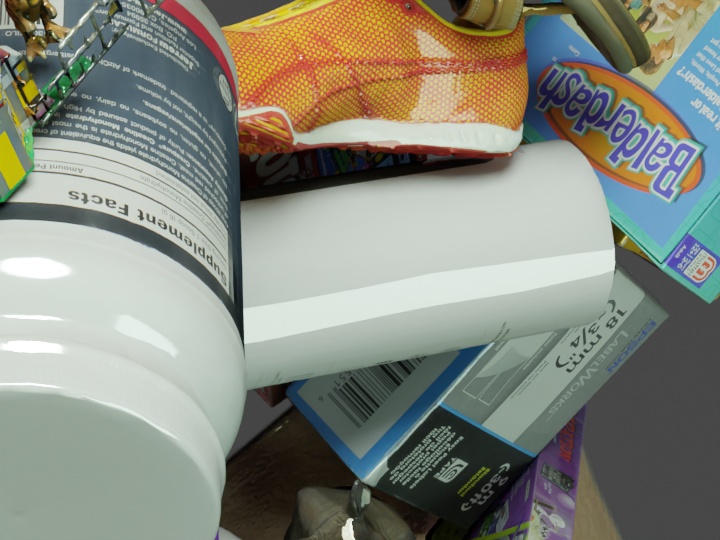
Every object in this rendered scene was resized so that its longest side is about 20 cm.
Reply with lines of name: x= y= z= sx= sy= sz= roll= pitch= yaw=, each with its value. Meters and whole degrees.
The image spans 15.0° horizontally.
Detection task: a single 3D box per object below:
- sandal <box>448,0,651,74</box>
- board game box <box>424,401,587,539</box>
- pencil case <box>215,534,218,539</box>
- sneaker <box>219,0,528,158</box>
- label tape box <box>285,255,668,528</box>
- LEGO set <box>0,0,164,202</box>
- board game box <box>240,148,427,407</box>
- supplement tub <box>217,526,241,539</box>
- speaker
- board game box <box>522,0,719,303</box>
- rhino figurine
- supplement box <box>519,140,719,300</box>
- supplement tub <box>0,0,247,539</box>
sandal: x=0.045 y=-0.123 z=1.026 sx=0.054 sy=0.080 sz=0.200 roll=-39 pitch=149 yaw=15
board game box: x=0.061 y=0.145 z=1.308 sx=0.120 sy=0.032 sz=0.200 roll=-59 pitch=-173 yaw=28
pencil case: x=-0.125 y=0.076 z=1.086 sx=0.200 sy=0.085 sz=0.093 roll=56 pitch=45 yaw=-58
sneaker: x=-0.019 y=-0.081 z=1.051 sx=0.200 sy=0.073 sz=0.077 roll=-3 pitch=94 yaw=-42
label tape box: x=0.068 y=0.044 z=1.277 sx=0.144 sy=0.063 sz=0.200 roll=-47 pitch=154 yaw=5
LEGO set: x=-0.118 y=-0.130 z=0.817 sx=0.200 sy=0.154 sz=0.116 roll=-42 pitch=148 yaw=-16
board game box: x=-0.016 y=-0.032 z=1.162 sx=0.103 sy=0.019 sz=0.200 roll=-35 pitch=146 yaw=-18
supplement tub: x=-0.074 y=0.209 z=1.233 sx=0.145 sy=0.145 sz=0.200 roll=-42 pitch=148 yaw=-8
speaker: x=0.000 y=0.000 z=1.104 sx=0.199 sy=0.081 sz=0.081 roll=-10 pitch=135 yaw=-21
board game box: x=0.157 y=-0.108 z=1.152 sx=0.200 sy=0.152 sz=0.045 roll=-50 pitch=136 yaw=8
rhino figurine: x=0.000 y=0.131 z=1.193 sx=0.060 sy=0.088 sz=0.200 roll=-34 pitch=175 yaw=-4
supplement box: x=0.173 y=-0.099 z=1.251 sx=0.200 sy=0.086 sz=0.110 roll=-53 pitch=147 yaw=8
supplement tub: x=-0.107 y=0.000 z=0.890 sx=0.140 sy=0.200 sz=0.141 roll=-2 pitch=138 yaw=-2
